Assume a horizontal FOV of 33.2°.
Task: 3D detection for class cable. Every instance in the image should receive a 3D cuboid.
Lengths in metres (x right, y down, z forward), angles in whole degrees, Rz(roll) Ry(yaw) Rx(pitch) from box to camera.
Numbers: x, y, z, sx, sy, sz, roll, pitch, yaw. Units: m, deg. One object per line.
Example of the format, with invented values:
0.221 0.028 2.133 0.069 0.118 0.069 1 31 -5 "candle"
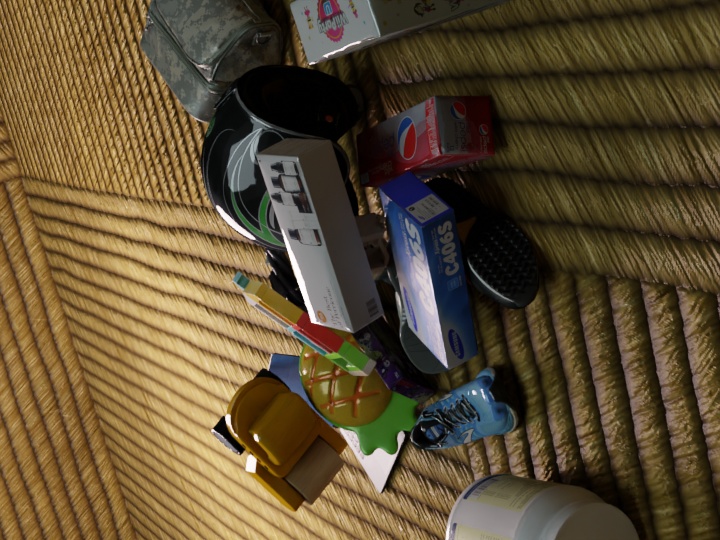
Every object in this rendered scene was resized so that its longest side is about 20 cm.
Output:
-0.088 -0.007 1.613 0.165 0.050 0.200 61 -166 10 "cable"

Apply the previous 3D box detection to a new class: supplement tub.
0.198 0.305 1.322 0.199 0.143 0.147 -6 104 63 "supplement tub"

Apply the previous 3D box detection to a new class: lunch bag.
-0.196 -0.326 1.632 0.201 0.138 0.169 53 134 27 "lunch bag"

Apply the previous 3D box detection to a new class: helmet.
-0.088 -0.119 1.402 0.200 0.198 0.193 49 138 33 "helmet"

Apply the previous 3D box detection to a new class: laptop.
-0.045 0.226 1.768 0.201 0.115 0.188 55 152 25 "laptop"

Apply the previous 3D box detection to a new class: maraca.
-0.002 0.158 1.638 0.137 0.107 0.200 -48 72 15 "maraca"

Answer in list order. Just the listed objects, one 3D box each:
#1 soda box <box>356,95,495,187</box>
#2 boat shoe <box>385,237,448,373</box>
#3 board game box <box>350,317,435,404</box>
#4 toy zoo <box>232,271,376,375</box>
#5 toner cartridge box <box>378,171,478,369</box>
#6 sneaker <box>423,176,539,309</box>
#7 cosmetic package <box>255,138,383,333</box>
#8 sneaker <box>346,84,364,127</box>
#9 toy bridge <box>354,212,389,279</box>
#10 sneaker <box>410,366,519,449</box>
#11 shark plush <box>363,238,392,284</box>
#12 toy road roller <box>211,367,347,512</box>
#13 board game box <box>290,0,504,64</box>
0.067 -0.137 1.312 0.199 0.069 0.065 167 99 -65 "soda box"
0.075 0.032 1.438 0.065 0.073 0.204 -78 -28 -56 "boat shoe"
0.015 0.080 1.565 0.201 0.032 0.120 54 -174 26 "board game box"
-0.075 0.066 1.491 0.199 0.021 0.131 35 171 -5 "toy zoo"
0.075 0.002 1.306 0.095 0.043 0.202 48 158 49 "toner cartridge box"
0.129 -0.016 1.315 0.200 0.069 0.091 49 162 37 "sneaker"
-0.043 -0.037 1.283 0.082 0.050 0.203 11 124 53 "cosmetic package"
-0.067 -0.210 1.526 0.199 0.075 0.081 -15 69 51 "sneaker"
-0.003 -0.007 1.366 0.028 0.066 0.201 67 154 22 "toy bridge"
0.120 0.181 1.441 0.079 0.089 0.200 62 153 12 "sneaker"
0.000 0.000 1.464 0.092 0.083 0.200 59 -170 1 "shark plush"
-0.102 0.238 1.686 0.200 0.123 0.146 46 161 -14 "toy road roller"
0.057 -0.254 1.107 0.147 0.198 0.065 -3 108 62 "board game box"
